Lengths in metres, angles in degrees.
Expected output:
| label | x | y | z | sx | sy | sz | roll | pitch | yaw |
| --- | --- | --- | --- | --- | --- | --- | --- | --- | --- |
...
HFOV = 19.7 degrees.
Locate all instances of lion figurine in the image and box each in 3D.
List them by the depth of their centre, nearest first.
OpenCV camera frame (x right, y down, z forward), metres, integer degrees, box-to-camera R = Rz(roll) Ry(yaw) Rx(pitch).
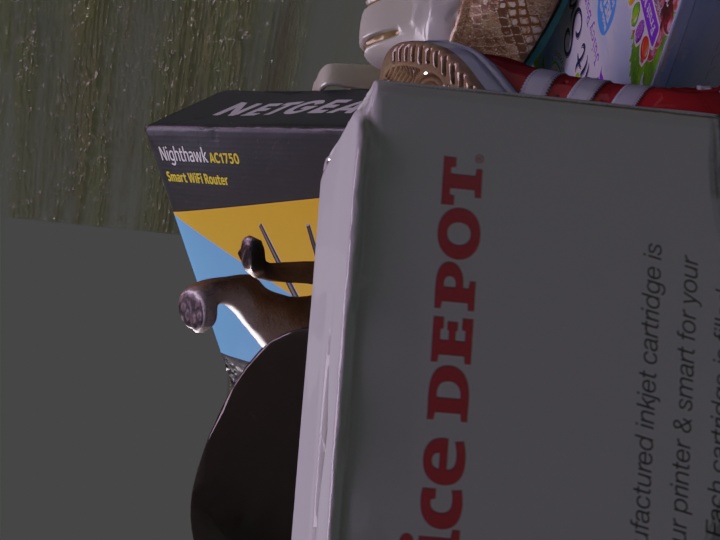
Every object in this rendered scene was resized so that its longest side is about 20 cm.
| label | x | y | z | sx | sy | sz | roll | pitch | yaw |
| --- | --- | --- | --- | --- | --- | --- | --- | --- | --- |
| lion figurine | -0.003 | 0.070 | 0.803 | 0.072 | 0.122 | 0.200 | 21 | 118 | 40 |

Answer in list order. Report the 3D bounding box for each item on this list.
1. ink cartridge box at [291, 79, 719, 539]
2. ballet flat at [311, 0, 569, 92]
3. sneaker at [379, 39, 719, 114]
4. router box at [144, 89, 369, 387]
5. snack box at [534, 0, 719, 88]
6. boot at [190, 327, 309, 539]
| label | x | y | z | sx | sy | sz | roll | pitch | yaw |
| --- | --- | --- | --- | --- | --- | --- | --- | --- | --- |
| ink cartridge box | 0.087 | 0.046 | 0.463 | 0.084 | 0.199 | 0.145 | 136 | 139 | -78 |
| ballet flat | 0.020 | -0.081 | 0.892 | 0.200 | 0.065 | 0.071 | 127 | 151 | -46 |
| sneaker | 0.095 | -0.042 | 0.696 | 0.200 | 0.112 | 0.071 | 33 | 133 | 53 |
| router box | 0.000 | 0.000 | 0.875 | 0.200 | 0.051 | 0.149 | 5 | 118 | 53 |
| snack box | 0.121 | -0.103 | 0.817 | 0.200 | 0.068 | 0.169 | -90 | 10 | -45 |
| boot | 0.022 | 0.065 | 0.704 | 0.200 | 0.064 | 0.187 | -37 | -37 | -52 |
